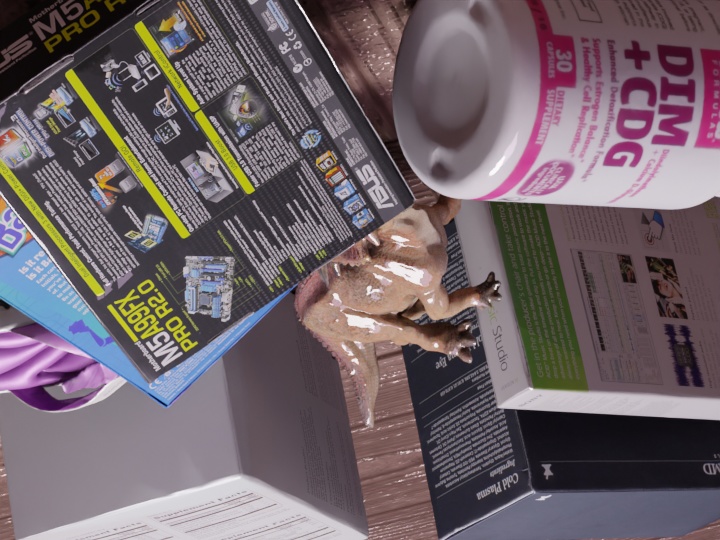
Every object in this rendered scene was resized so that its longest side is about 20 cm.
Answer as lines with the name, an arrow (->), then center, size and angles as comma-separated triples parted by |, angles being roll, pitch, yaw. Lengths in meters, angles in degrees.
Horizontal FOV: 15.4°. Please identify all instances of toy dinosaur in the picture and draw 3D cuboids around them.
toy dinosaur -> 0.000, 0.000, 1.488 | 0.135, 0.086, 0.200 | 1, 137, -25

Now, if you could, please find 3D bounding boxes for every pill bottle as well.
pill bottle -> 0.127, -0.088, 1.328 | 0.200, 0.114, 0.113 | 1, 156, -33

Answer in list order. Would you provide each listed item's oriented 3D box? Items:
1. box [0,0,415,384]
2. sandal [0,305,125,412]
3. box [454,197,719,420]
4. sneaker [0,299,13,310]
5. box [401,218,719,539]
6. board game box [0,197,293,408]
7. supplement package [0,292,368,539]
box -> -0.082, -0.058, 1.223 | 0.160, 0.044, 0.200 | -34, 136, -1
sandal -> -0.164, 0.051, 1.452 | 0.202, 0.050, 0.083 | -10, 145, 3
box -> 0.148, 0.014, 1.566 | 0.200, 0.145, 0.036 | 6, 152, -39
sneaker -> -0.137, -0.001, 1.478 | 0.200, 0.074, 0.079 | -7, 154, -12
box -> 0.137, 0.066, 1.644 | 0.200, 0.183, 0.104 | 3, 156, -33
board game box -> -0.108, -0.034, 1.293 | 0.152, 0.045, 0.200 | -43, 138, 8
supplement package -> -0.109, 0.094, 1.625 | 0.150, 0.152, 0.200 | -17, 159, 17
